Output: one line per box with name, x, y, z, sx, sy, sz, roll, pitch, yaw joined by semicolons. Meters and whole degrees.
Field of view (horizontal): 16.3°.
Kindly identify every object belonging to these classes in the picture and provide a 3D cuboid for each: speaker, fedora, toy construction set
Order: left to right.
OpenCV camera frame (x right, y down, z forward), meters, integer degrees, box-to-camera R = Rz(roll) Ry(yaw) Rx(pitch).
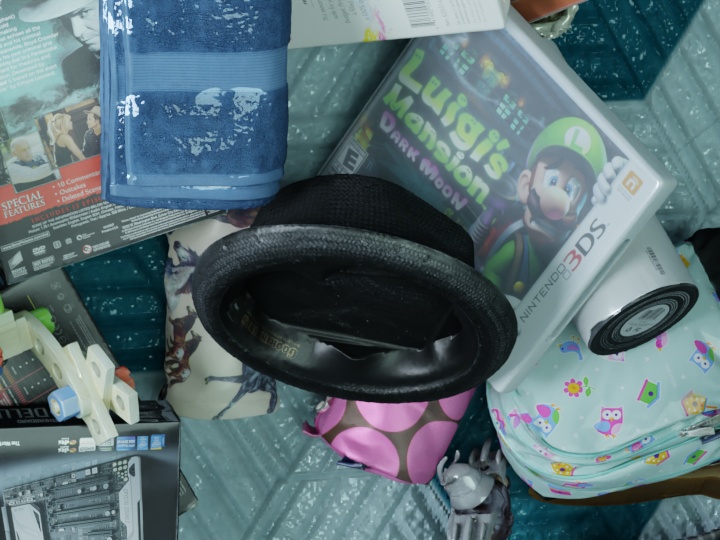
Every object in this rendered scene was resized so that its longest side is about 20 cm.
toy construction set;-0.232;0.063;1.475;0.200;0.131;0.092;-6;100;-35
fedora;0.000;0.000;1.538;0.200;0.201;0.092;25;53;-22
speaker;0.134;-0.050;1.601;0.081;0.081;0.200;-23;66;-10

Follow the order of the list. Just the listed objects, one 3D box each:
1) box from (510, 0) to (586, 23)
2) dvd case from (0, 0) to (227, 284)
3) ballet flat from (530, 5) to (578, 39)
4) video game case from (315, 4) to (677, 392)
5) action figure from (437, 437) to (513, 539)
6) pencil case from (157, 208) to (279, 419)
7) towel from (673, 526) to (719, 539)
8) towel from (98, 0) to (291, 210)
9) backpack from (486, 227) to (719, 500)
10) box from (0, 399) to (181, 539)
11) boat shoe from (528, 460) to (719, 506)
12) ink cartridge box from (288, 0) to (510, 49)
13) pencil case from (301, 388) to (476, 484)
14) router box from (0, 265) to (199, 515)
box;0.114;-0.268;1.544;0.097;0.124;0.200;-33;98;-27
dvd case;-0.175;-0.104;1.503;0.146;0.022;0.200;-19;113;-5
ballet flat;0.054;-0.195;1.610;0.200;0.072;0.072;16;99;-20
video game case;0.079;-0.056;1.570;0.023;0.200;0.182;-5;138;-52
action figure;0.087;0.202;1.700;0.069;0.130;0.200;-2;128;28
pencil case;-0.094;0.003;1.611;0.078;0.089;0.200;-14;111;-43
towel;0.232;0.277;1.765;0.165;0.086;0.200;-5;108;-31
towel;-0.096;-0.133;1.461;0.111;0.049;0.200;2;111;-1
backpack;0.179;0.066;1.660;0.200;0.167;0.127;-22;155;-4
box;-0.215;0.164;1.562;0.200;0.050;0.158;-1;105;-16
boat shoe;0.210;0.123;1.747;0.200;0.070;0.070;-1;68;-13
ink cartridge box;-0.017;-0.198;1.513;0.200;0.067;0.117;-4;140;16
pencil case;0.043;0.042;1.662;0.094;0.091;0.200;27;94;4
router box;-0.216;0.102;1.606;0.150;0.062;0.200;-30;111;-8
